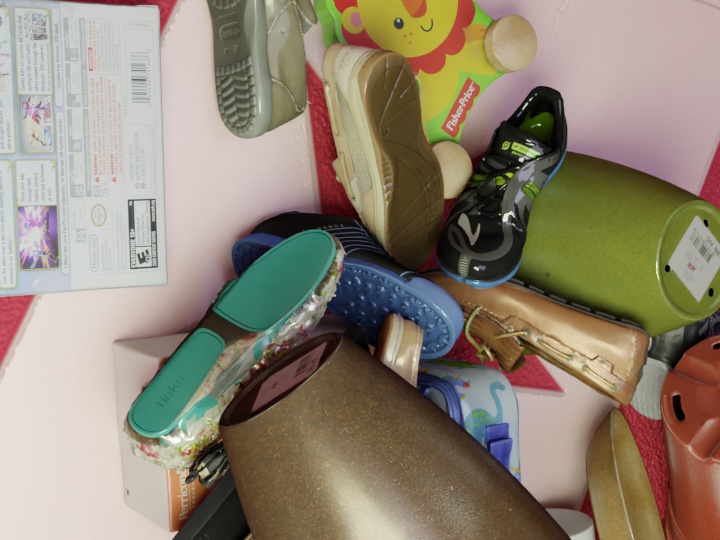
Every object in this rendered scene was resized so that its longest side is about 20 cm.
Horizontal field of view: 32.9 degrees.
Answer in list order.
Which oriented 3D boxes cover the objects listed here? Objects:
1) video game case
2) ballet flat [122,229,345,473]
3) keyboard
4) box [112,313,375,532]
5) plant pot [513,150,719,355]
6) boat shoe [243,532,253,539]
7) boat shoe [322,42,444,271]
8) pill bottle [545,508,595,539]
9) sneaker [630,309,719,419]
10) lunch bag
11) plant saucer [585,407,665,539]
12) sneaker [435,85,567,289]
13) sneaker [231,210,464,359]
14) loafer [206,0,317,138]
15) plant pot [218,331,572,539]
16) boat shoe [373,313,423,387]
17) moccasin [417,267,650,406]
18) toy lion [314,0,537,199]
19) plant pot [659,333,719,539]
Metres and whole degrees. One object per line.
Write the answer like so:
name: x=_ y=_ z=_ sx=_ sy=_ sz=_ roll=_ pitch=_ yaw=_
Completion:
video game case: x=-0.227 y=-0.085 z=0.849 sx=0.179 sy=0.045 sz=0.204 roll=-4 pitch=94 yaw=-33
ballet flat: x=-0.082 y=0.056 z=0.832 sx=0.200 sy=0.075 sz=0.064 roll=-45 pitch=143 yaw=-18
keyboard: x=-0.061 y=0.115 z=0.833 sx=0.201 sy=0.020 sz=0.128 roll=-50 pitch=153 yaw=-19
box: x=-0.075 y=0.108 z=0.924 sx=0.197 sy=0.097 sz=0.127 roll=-7 pitch=97 yaw=-31
plant pot: x=0.209 y=-0.014 z=1.029 sx=0.185 sy=0.199 sz=0.190 roll=-2 pitch=93 yaw=-32
boat shoe: x=-0.044 y=0.228 z=0.906 sx=0.072 sy=0.200 sz=0.076 roll=41 pitch=87 yaw=15
boat shoe: x=0.014 y=-0.083 z=0.944 sx=0.072 sy=0.065 sz=0.202 roll=-40 pitch=135 yaw=-28
pill bottle: x=0.174 y=0.321 z=1.080 sx=0.111 sy=0.112 sz=0.203 roll=-10 pitch=99 yaw=-30
sneaker: x=0.311 y=0.037 z=1.159 sx=0.113 sy=0.075 sz=0.203 roll=-17 pitch=122 yaw=-36
lunch bag: x=0.063 y=0.172 z=0.976 sx=0.081 sy=0.160 sz=0.203 roll=-7 pitch=97 yaw=-29
plant saucer: x=0.242 y=0.227 z=1.109 sx=0.200 sy=0.035 sz=0.203 roll=-17 pitch=91 yaw=-72
sneaker: x=0.112 y=-0.069 z=0.960 sx=0.083 sy=0.070 sz=0.201 roll=85 pitch=29 yaw=-52
sneaker: x=0.000 y=0.000 z=0.912 sx=0.078 sy=0.198 sz=0.071 roll=-39 pitch=141 yaw=-43
loafer: x=-0.075 y=-0.203 z=0.929 sx=0.069 sy=0.075 sz=0.203 roll=-8 pitch=102 yaw=-42
plant pot: x=0.007 y=0.145 z=0.753 sx=0.186 sy=0.186 sz=0.201 roll=-39 pitch=102 yaw=-23
boat shoe: x=0.034 y=0.127 z=0.871 sx=0.068 sy=0.074 sz=0.203 roll=6 pitch=114 yaw=1
moccasin: x=0.125 y=0.052 z=0.967 sx=0.199 sy=0.074 sz=0.079 roll=20 pitch=84 yaw=10
toy lion: x=0.038 y=-0.185 z=1.003 sx=0.191 sy=0.068 sz=0.202 roll=33 pitch=76 yaw=-21
plant pot: x=0.360 y=0.172 z=1.103 sx=0.201 sy=0.200 sz=0.197 roll=-45 pitch=134 yaw=-21
